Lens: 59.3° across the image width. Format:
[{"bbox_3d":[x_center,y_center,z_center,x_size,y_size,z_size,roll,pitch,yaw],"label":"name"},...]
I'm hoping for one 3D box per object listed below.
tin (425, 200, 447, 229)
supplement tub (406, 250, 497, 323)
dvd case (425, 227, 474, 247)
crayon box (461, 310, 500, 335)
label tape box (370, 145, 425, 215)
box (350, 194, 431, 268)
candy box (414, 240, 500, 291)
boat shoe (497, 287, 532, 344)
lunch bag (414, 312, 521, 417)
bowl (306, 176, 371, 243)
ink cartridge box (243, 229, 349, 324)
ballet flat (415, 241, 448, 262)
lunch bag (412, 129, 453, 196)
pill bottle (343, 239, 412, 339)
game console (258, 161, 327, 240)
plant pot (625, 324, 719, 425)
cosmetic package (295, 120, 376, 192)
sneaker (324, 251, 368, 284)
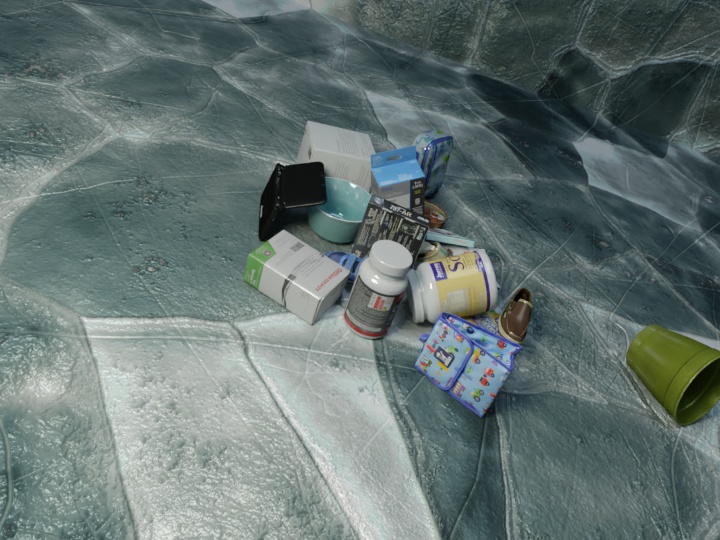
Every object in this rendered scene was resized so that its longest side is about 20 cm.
[{"bbox_3d":[0.164,-0.182,1.899,0.196,0.042,0.113,25,40,4],"label":"tin"},{"bbox_3d":[0.212,0.042,1.499,0.195,0.148,0.147,-12,41,-3],"label":"supplement tub"},{"bbox_3d":[0.211,-0.100,1.755,0.142,0.023,0.200,9,11,-17],"label":"dvd case"},{"bbox_3d":[0.284,0.163,1.504,0.198,0.052,0.125,-21,53,-43],"label":"crayon box"},{"bbox_3d":[0.103,-0.227,1.752,0.141,0.204,0.064,-15,36,-16],"label":"label tape box"},{"bbox_3d":[0.066,-0.064,1.554,0.157,0.203,0.044,21,34,2],"label":"box"},{"bbox_3d":[0.250,0.005,1.672,0.195,0.073,0.170,9,37,-16],"label":"candy box"},{"bbox_3d":[0.379,0.102,1.527,0.073,0.076,0.203,26,30,2],"label":"boat shoe"},{"bbox_3d":[0.216,0.186,1.351,0.197,0.153,0.094,30,36,11],"label":"lunch bag"},{"bbox_3d":[-0.062,-0.148,1.675,0.196,0.106,0.203,15,36,-11],"label":"bowl"},{"bbox_3d":[-0.144,0.013,1.442,0.198,0.085,0.146,32,37,13],"label":"ink cartridge box"},{"bbox_3d":[0.134,-0.055,1.615,0.197,0.062,0.069,2,61,40],"label":"ballet flat"},{"bbox_3d":[0.205,-0.325,1.965,0.082,0.204,0.159,32,34,28],"label":"lunch bag"},{"bbox_3d":[0.039,0.042,1.401,0.113,0.203,0.117,13,36,-10],"label":"pill bottle"},{"bbox_3d":[-0.176,-0.179,1.612,0.114,0.177,0.202,20,33,-21],"label":"game console"},{"bbox_3d":[0.774,0.239,1.568,0.196,0.205,0.193,-2,29,-30],"label":"plant pot"},{"bbox_3d":[-0.073,-0.299,1.813,0.195,0.167,0.167,9,36,-18],"label":"cosmetic package"},{"bbox_3d":[0.000,0.000,1.522,0.196,0.083,0.075,23,69,4],"label":"sneaker"}]
